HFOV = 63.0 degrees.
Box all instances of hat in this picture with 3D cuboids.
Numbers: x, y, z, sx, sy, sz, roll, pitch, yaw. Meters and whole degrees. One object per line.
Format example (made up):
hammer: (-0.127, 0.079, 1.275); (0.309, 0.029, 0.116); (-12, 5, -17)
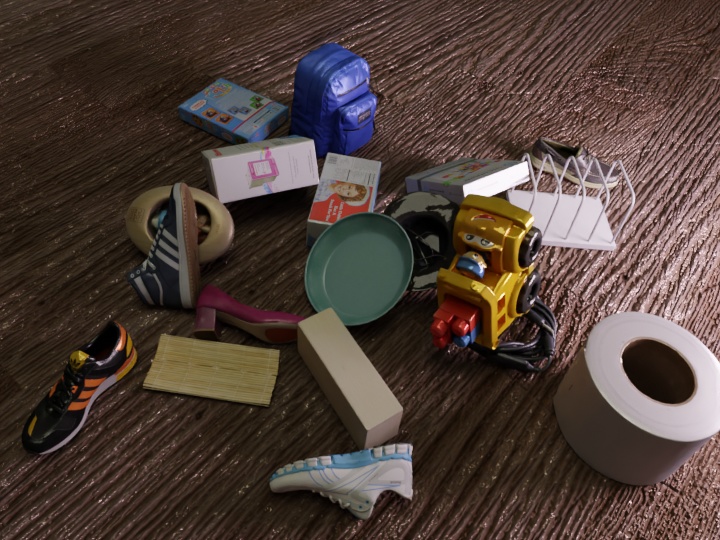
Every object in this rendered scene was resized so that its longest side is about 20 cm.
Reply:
hat: (0.108, -0.036, 1.048); (0.195, 0.081, 0.205); (-5, 59, 8)

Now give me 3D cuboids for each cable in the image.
cable: (0.231, 0.079, 0.978); (0.195, 0.051, 0.165); (16, 51, 11)

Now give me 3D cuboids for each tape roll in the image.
tape roll: (0.399, 0.182, 0.847); (0.197, 0.141, 0.206); (3, 49, -4)

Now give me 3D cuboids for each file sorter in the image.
file sorter: (0.401, -0.140, 1.138); (0.195, 0.126, 0.141); (4, 48, -1)

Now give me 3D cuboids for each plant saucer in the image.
plant saucer: (0.000, 0.000, 0.992); (0.195, 0.036, 0.205); (-9, 66, 19)

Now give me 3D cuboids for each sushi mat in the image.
sushi mat: (-0.224, 0.151, 0.897); (0.195, 0.012, 0.097); (8, 47, 1)

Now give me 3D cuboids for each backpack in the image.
backpack: (-0.048, -0.359, 1.234); (0.166, 0.203, 0.162); (31, 52, 21)

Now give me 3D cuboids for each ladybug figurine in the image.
ladybug figurine: (-0.313, -0.075, 1.029); (0.195, 0.072, 0.139); (13, 82, 3)

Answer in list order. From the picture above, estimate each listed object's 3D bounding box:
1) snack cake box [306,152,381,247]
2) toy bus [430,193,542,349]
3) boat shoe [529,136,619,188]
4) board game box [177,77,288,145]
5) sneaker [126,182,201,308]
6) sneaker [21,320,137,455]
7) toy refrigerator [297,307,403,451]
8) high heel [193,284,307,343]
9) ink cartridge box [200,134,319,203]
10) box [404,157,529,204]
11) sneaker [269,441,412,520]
snack cake box: (-0.029, -0.131, 1.126); (0.112, 0.068, 0.203); (11, 49, 2)
toy bus: (0.169, 0.020, 0.874); (0.134, 0.203, 0.192); (24, 53, 33)
boat shoe: (0.464, -0.234, 1.264); (0.195, 0.066, 0.074); (16, 47, 7)
board game box: (-0.283, -0.354, 1.315); (0.197, 0.037, 0.152); (27, 52, 17)
sneaker: (-0.321, -0.038, 0.952); (0.105, 0.206, 0.070); (-1, 8, 2)
sneaker: (-0.401, 0.155, 0.824); (0.069, 0.091, 0.201); (23, 50, 15)
toy refrigerator: (-0.018, 0.158, 0.870); (0.069, 0.077, 0.201); (-23, 54, -24)
high heel: (-0.169, 0.061, 0.943); (0.194, 0.068, 0.098); (2, 54, -2)
ink cartridge box: (-0.194, -0.197, 1.121); (0.195, 0.087, 0.144); (-13, 20, -17)
box: (0.201, -0.177, 1.140); (0.153, 0.042, 0.199); (-22, 22, -21)
sneaker: (-0.022, 0.283, 0.769); (0.195, 0.075, 0.089); (-9, 74, -1)
